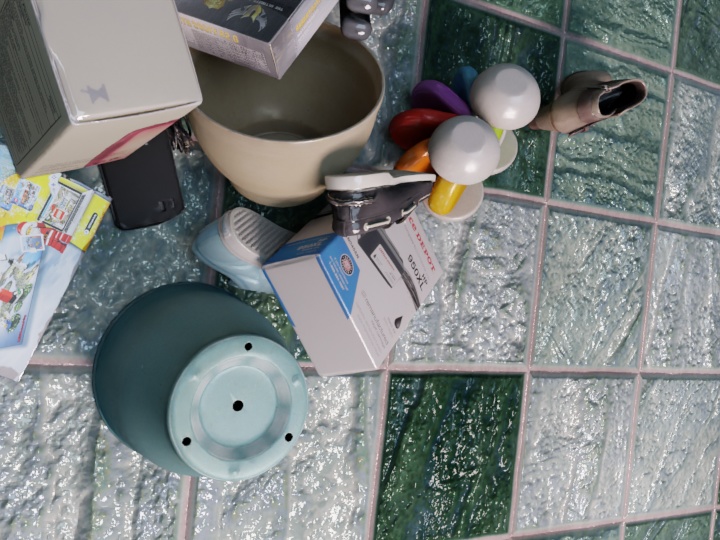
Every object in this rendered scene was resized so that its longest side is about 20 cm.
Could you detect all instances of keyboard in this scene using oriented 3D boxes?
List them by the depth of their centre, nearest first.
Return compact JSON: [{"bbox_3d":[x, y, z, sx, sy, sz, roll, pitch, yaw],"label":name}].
[{"bbox_3d":[-0.227,-0.148,0.736,0.104,0.040,0.200,-11,100,-6],"label":"keyboard"}]

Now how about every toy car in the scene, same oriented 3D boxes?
[{"bbox_3d":[0.117,-0.171,0.871,0.150,0.175,0.200,35,74,11],"label":"toy car"}]

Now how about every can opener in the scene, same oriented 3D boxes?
[{"bbox_3d":[0.012,-0.302,0.773,0.067,0.200,0.053,10,124,-9],"label":"can opener"}]

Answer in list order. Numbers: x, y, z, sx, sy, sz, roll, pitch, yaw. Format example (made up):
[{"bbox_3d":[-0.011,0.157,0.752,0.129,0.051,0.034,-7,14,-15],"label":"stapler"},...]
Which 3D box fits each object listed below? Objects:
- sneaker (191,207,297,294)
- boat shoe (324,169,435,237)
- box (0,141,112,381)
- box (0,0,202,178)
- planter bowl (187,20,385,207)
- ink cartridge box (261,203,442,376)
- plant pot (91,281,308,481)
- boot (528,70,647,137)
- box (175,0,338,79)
[{"bbox_3d":[-0.107,-0.005,0.798,0.200,0.082,0.074,39,40,-44],"label":"sneaker"},{"bbox_3d":[0.026,-0.073,0.726,0.200,0.074,0.060,-23,113,-66],"label":"boat shoe"},{"bbox_3d":[-0.347,-0.013,0.667,0.136,0.038,0.200,29,79,-28],"label":"box"},{"bbox_3d":[-0.237,-0.168,0.597,0.109,0.200,0.128,-20,97,-36],"label":"box"},{"bbox_3d":[-0.081,-0.152,0.730,0.200,0.200,0.135,-27,150,-25],"label":"planter bowl"},{"bbox_3d":[0.000,0.000,0.794,0.200,0.084,0.145,-50,120,-48],"label":"ink cartridge box"},{"bbox_3d":[-0.148,0.118,0.704,0.200,0.188,0.201,-2,95,-30],"label":"plant pot"},{"bbox_3d":[0.334,-0.241,0.977,0.200,0.146,0.070,-34,107,-24],"label":"boot"},{"bbox_3d":[-0.125,-0.287,0.687,0.159,0.200,0.048,-58,161,-22],"label":"box"}]
